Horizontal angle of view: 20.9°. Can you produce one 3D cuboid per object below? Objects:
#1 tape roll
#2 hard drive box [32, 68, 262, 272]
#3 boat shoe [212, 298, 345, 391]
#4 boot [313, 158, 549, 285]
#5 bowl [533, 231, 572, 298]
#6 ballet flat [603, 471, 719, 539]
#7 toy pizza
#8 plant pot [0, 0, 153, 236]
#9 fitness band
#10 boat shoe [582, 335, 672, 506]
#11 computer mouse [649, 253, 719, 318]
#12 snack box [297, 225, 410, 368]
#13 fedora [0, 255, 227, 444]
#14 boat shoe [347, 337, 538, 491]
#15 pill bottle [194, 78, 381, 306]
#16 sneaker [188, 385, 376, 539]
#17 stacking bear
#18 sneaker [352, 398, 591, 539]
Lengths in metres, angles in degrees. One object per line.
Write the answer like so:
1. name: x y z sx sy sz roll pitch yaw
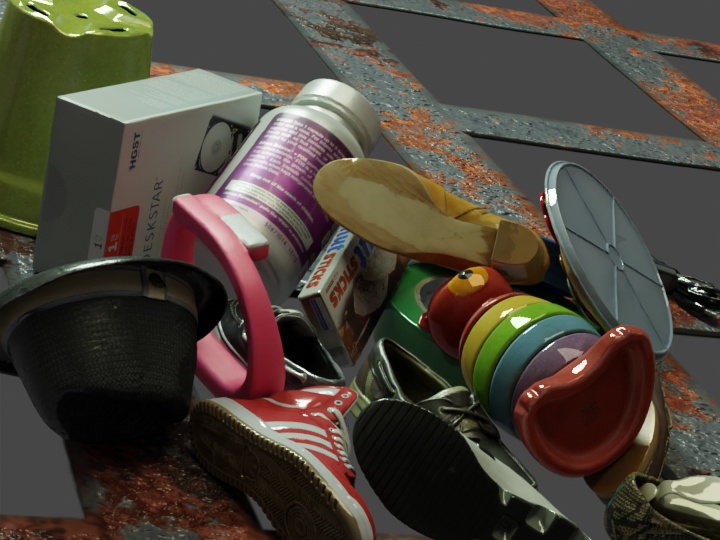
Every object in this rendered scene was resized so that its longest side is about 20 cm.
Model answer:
1. tape roll: 0.112 0.057 1.691 0.200 0.048 0.201 13 21 -5
2. hard drive box: -0.181 -0.079 1.678 0.077 0.156 0.200 22 23 26
3. boat shoe: -0.063 0.060 1.538 0.071 0.068 0.200 5 24 -25
4. boot: 0.060 -0.030 1.633 0.201 0.071 0.144 19 -8 6
5. bowl: 0.111 -0.027 1.801 0.200 0.040 0.201 21 -2 1
6. ballet flat: 0.281 0.191 1.436 0.199 0.075 0.068 15 35 -1
7. toy pizza: 0.215 -0.005 1.747 0.200 0.032 0.201 44 30 -33
8. plant pot: -0.268 -0.150 1.760 0.200 0.185 0.200 13 22 -5
9. fitness band: -0.109 0.024 1.495 0.037 0.144 0.200 -10 28 -25
10. boat shoe: 0.218 0.128 1.557 0.070 0.070 0.200 53 25 -24
11. computer mouse: 0.258 0.007 1.904 0.200 0.053 0.138 16 12 -47
12. snack box: 0.000 0.000 1.630 0.024 0.072 0.200 -14 24 25
13. fedora: -0.179 0.067 1.384 0.200 0.201 0.092 0 62 -34
14. boat shoe: 0.062 0.117 1.485 0.072 0.066 0.201 -4 28 -40
15. pill bottle: -0.063 -0.071 1.690 0.112 0.112 0.200 22 56 18
16. sneaker: -0.024 0.138 1.372 0.112 0.071 0.200 -7 28 -37
17. stacking bear: 0.124 0.064 1.519 0.121 0.114 0.200 -33 41 -14
18. sneaker: 0.070 0.155 1.362 0.200 0.074 0.089 39 2 -14
